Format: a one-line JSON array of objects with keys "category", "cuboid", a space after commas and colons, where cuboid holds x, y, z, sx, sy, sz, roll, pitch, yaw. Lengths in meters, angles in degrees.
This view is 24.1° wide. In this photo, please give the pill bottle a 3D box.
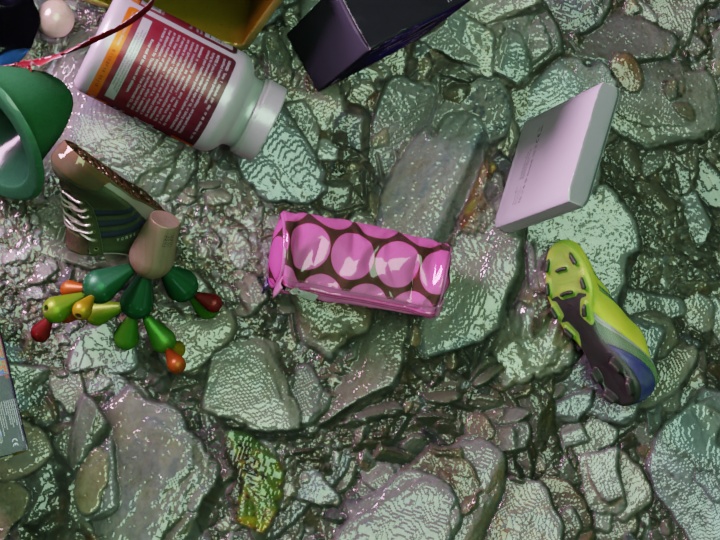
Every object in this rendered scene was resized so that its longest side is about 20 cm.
[{"category": "pill bottle", "cuboid": [-0.183, -0.194, 1.738, 0.200, 0.113, 0.113, 26, 77, -12]}]

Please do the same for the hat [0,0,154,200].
[{"category": "hat", "cuboid": [-0.311, -0.183, 1.683, 0.176, 0.200, 0.166, -43, 137, -33]}]

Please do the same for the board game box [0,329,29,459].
[{"category": "board game box", "cuboid": [-0.373, 0.085, 1.620, 0.057, 0.165, 0.201, -13, 87, -16]}]

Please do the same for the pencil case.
[{"category": "pencil case", "cuboid": [0.000, 0.000, 1.785, 0.199, 0.091, 0.094, 8, 46, -14]}]

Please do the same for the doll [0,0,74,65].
[{"category": "doll", "cuboid": [-0.390, -0.263, 1.712, 0.199, 0.048, 0.137, 2, 105, -19]}]

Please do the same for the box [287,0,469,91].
[{"category": "box", "cuboid": [0.021, -0.268, 1.762, 0.141, 0.200, 0.079, -27, 92, -17]}]

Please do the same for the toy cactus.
[{"category": "toy cactus", "cuboid": [-0.220, 0.020, 1.686, 0.199, 0.102, 0.165, 6, 125, -26]}]

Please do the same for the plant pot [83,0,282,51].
[{"category": "plant pot", "cuboid": [-0.165, -0.373, 1.732, 0.194, 0.195, 0.201, 16, 72, -14]}]

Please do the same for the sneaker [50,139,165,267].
[{"category": "sneaker", "cuboid": [-0.261, -0.053, 1.671, 0.090, 0.200, 0.067, -48, 63, 2]}]

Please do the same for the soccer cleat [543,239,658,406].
[{"category": "soccer cleat", "cuboid": [0.269, 0.055, 1.883, 0.084, 0.065, 0.201, -24, 86, -47]}]

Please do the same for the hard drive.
[{"category": "hard drive", "cuboid": [0.207, -0.117, 1.800, 0.027, 0.200, 0.132, 20, 78, -14]}]
